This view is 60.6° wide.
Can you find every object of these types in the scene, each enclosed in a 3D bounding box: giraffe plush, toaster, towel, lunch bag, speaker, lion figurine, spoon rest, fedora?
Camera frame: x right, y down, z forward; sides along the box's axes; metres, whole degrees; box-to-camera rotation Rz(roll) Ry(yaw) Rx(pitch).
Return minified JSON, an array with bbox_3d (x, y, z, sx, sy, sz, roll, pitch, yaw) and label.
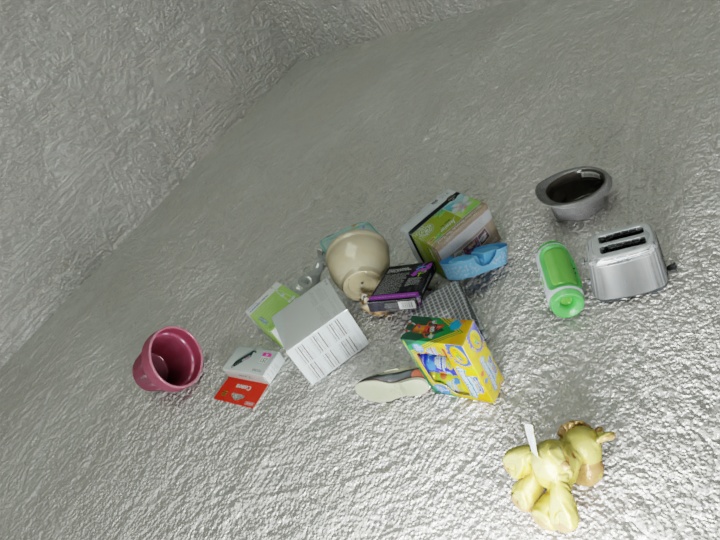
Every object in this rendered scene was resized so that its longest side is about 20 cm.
[{"bbox_3d":[0.368,0.343,1.107,0.159,0.205,0.172,-14,20,-28],"label":"giraffe plush"},{"bbox_3d":[0.598,-0.020,1.376,0.196,0.130,0.115,-14,38,27],"label":"toaster"},{"bbox_3d":[0.213,0.129,1.557,0.163,0.086,0.201,-28,33,9],"label":"towel"},{"bbox_3d":[-0.034,-0.078,2.003,0.196,0.078,0.161,-21,37,-10],"label":"lunch bag"},{"bbox_3d":[0.476,0.017,1.475,0.087,0.089,0.202,-20,35,19],"label":"speaker"},{"bbox_3d":[0.098,0.075,1.753,0.196,0.074,0.123,-22,21,-8],"label":"lion figurine"},{"bbox_3d":[-0.162,0.020,2.039,0.097,0.061,0.202,18,56,12],"label":"spoon rest"},{"bbox_3d":[0.576,-0.195,1.653,0.197,0.091,0.178,-24,35,3],"label":"fedora"}]

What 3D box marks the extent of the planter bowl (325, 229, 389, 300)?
[{"bbox_3d":[0.000,0.000,1.816,0.197,0.201,0.136,-25,43,12],"label":"planter bowl"}]

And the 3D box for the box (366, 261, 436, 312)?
[{"bbox_3d":[0.115,0.043,1.675,0.140,0.037,0.201,-7,28,27],"label":"box"}]

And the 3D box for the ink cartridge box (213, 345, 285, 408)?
[{"bbox_3d":[-0.342,0.313,1.837,0.197,0.044,0.175,0,45,41],"label":"ink cartridge box"}]

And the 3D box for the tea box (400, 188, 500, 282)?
[{"bbox_3d":[0.258,-0.106,1.773,0.199,0.135,0.196,-40,34,-11],"label":"tea box"}]

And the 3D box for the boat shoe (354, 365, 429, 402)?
[{"bbox_3d":[0.080,0.271,1.503,0.196,0.072,0.063,-13,31,25],"label":"boat shoe"}]

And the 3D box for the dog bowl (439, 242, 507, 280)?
[{"bbox_3d":[0.306,-0.023,1.639,0.196,0.051,0.111,-19,10,-21],"label":"dog bowl"}]

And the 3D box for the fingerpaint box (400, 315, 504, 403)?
[{"bbox_3d":[0.205,0.198,1.369,0.164,0.202,0.074,2,46,41],"label":"fingerpaint box"}]

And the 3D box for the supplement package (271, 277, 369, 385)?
[{"bbox_3d":[-0.115,0.168,1.729,0.198,0.148,0.192,-35,33,-2],"label":"supplement package"}]

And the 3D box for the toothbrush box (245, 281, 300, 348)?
[{"bbox_3d":[-0.253,0.137,1.944,0.146,0.087,0.199,-44,35,-16],"label":"toothbrush box"}]

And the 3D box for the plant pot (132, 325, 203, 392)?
[{"bbox_3d":[-0.635,0.303,1.983,0.177,0.200,0.202,-28,29,37],"label":"plant pot"}]
